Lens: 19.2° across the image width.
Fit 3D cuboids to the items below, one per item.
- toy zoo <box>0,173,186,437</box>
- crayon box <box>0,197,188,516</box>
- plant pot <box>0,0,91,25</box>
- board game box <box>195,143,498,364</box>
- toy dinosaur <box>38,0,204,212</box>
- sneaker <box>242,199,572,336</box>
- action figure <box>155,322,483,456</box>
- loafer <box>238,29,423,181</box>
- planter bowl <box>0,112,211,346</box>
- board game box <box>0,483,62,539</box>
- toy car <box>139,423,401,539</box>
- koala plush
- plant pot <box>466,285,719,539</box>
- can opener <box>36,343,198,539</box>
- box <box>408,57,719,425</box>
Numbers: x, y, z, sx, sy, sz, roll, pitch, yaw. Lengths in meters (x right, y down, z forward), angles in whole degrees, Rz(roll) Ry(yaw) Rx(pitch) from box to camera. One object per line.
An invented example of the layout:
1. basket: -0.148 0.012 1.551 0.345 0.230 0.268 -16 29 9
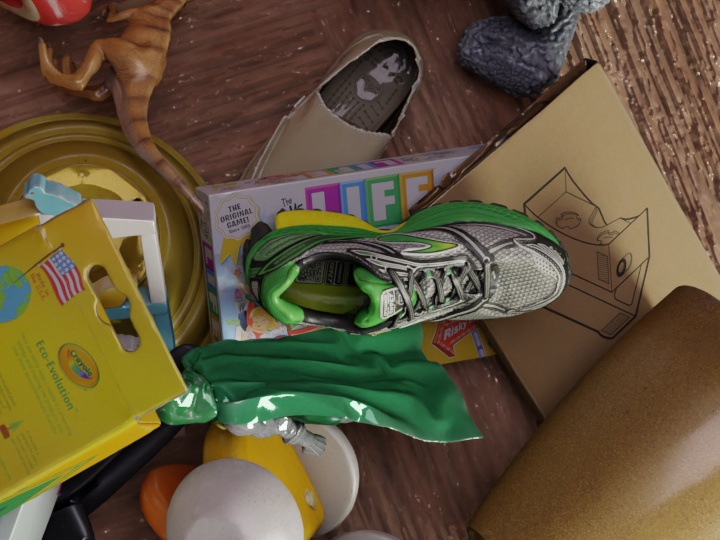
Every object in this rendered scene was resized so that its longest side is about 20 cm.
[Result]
1. toy zoo: -0.179 0.026 1.271 0.130 0.201 0.021 -6 38 0
2. crayon box: -0.201 0.064 1.184 0.199 0.051 0.127 -29 80 7
3. plant pot: -0.195 -0.266 1.330 0.200 0.200 0.183 37 80 -1
4. board game box: 0.000 0.000 1.358 0.199 0.034 0.135 -10 104 -17
5. toy dinosaur: -0.146 -0.125 1.347 0.106 0.061 0.201 -6 51 14
6. sneaker: 0.030 0.010 1.284 0.199 0.085 0.078 -3 116 -4
7. action figure: -0.036 0.071 1.260 0.199 0.055 0.118 0 36 -37
8. loafer: -0.023 -0.082 1.387 0.075 0.068 0.201 31 74 -3
9. planter bowl: -0.175 -0.013 1.335 0.199 0.083 0.201 2 78 -10
10. board game box: -0.282 0.117 1.251 0.199 0.064 0.148 21 88 11
11. toy car: -0.060 0.192 1.287 0.150 0.175 0.200 -32 89 20
12. koala plush: 0.067 -0.246 1.399 0.199 0.177 0.185 17 63 -6
13. plant pot: 0.173 0.142 1.325 0.200 0.186 0.187 -34 86 -10
14. can opener: -0.156 0.118 1.289 0.200 0.063 0.079 -45 72 7
15. box: 0.140 -0.011 1.381 0.163 0.021 0.200 -41 115 -16
